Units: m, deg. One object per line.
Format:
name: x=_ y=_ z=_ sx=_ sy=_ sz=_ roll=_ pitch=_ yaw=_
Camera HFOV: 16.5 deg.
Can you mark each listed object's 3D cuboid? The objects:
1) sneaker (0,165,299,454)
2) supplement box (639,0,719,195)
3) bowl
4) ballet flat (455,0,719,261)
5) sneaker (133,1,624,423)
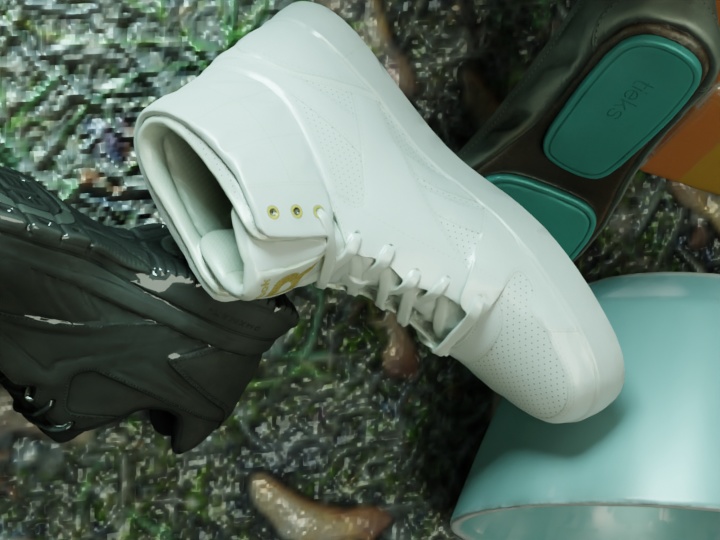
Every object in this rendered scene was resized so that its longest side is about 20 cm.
sneaker: x=-0.120 y=0.016 z=0.938 sx=0.199 sy=0.076 sz=0.091 roll=22 pitch=102 yaw=-28
supplement box: x=0.215 y=-0.059 z=1.066 sx=0.199 sy=0.067 sz=0.069 roll=17 pitch=53 yaw=-22
bowl: x=0.141 y=0.065 z=1.032 sx=0.200 sy=0.200 sz=0.106 roll=14 pitch=75 yaw=-30
ballet flat: x=0.080 y=-0.052 z=0.998 sx=0.067 sy=0.064 sz=0.200 roll=25 pitch=135 yaw=-17
sneaker: x=0.000 y=0.000 z=0.933 sx=0.200 sy=0.074 sz=0.115 roll=46 pitch=48 yaw=8
